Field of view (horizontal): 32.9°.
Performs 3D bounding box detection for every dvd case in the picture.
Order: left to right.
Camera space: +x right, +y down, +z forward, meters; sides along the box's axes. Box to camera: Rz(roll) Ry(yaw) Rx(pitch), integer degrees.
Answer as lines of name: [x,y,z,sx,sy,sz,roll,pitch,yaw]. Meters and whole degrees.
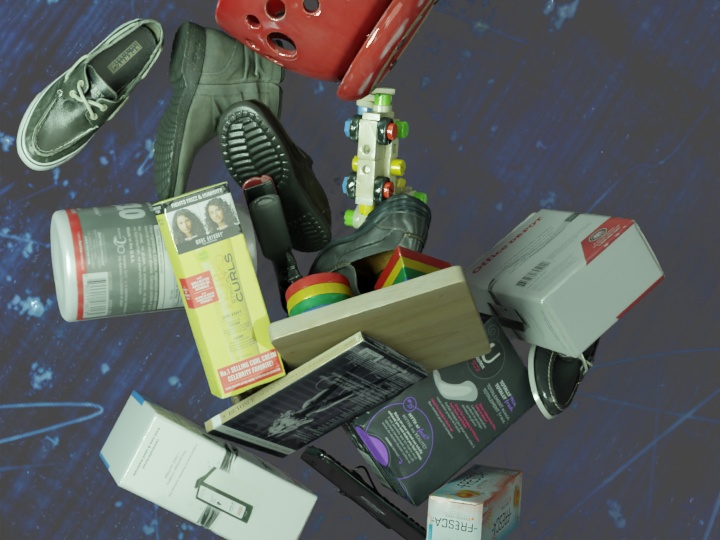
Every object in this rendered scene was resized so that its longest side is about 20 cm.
dvd case: [-0.044,0.134,1.277,0.199,0.016,0.148,-32,150,17]

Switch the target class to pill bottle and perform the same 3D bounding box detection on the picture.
pill bottle: [-0.215,-0.014,1.270,0.197,0.114,0.116,-6,96,-20]

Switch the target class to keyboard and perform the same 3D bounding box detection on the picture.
keyboard: [0.017,0.250,1.382,0.200,0.104,0.040,41,70,-16]

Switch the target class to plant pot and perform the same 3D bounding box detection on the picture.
plant pot: [-0.026,-0.286,1.257,0.182,0.200,0.201,37,80,-1]

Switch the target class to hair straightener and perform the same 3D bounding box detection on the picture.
hair straightener: [-0.088,0.000,1.310,0.040,0.077,0.202,-14,128,-9]

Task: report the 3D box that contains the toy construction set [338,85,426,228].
toy construction set: [0.024,-0.124,1.352,0.091,0.131,0.203,-7,97,25]

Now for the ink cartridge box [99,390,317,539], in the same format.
ink cartridge box: [-0.162,0.217,1.286,0.199,0.146,0.085,31,83,-20]

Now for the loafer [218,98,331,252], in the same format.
loafer: [-0.090,-0.109,1.321,0.072,0.072,0.201,-12,130,20]

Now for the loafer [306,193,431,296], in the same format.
loafer: [0.000,0.000,1.317,0.072,0.200,0.073,25,43,-22]

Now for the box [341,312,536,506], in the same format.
box: [0.087,0.151,1.396,0.199,0.106,0.123,-38,107,-14]

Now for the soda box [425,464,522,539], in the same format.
soda box: [0.131,0.271,1.378,0.063,0.200,0.069,4,92,20]

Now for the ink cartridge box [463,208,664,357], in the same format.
ink cartridge box: [0.224,0.009,1.390,0.146,0.200,0.083,-39,108,-13]

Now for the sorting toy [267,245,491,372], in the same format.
sorting toy: [0.021,0.049,1.259,0.197,0.199,0.070,-17,63,6]

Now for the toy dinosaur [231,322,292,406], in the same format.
toy dinosaur: [-0.092,0.106,1.351,0.199,0.060,0.108,-21,91,-50]

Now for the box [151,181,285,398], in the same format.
box: [-0.140,0.019,1.210,0.074,0.050,0.203,-18,97,-19]

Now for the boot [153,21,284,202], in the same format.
boot: [-0.146,-0.161,1.316,0.129,0.068,0.203,10,91,-26]

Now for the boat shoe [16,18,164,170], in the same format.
boat shoe: [-0.279,-0.187,1.261,0.071,0.064,0.201,42,79,-17]

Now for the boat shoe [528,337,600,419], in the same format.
boat shoe: [0.244,0.093,1.416,0.074,0.060,0.200,59,32,-19]
